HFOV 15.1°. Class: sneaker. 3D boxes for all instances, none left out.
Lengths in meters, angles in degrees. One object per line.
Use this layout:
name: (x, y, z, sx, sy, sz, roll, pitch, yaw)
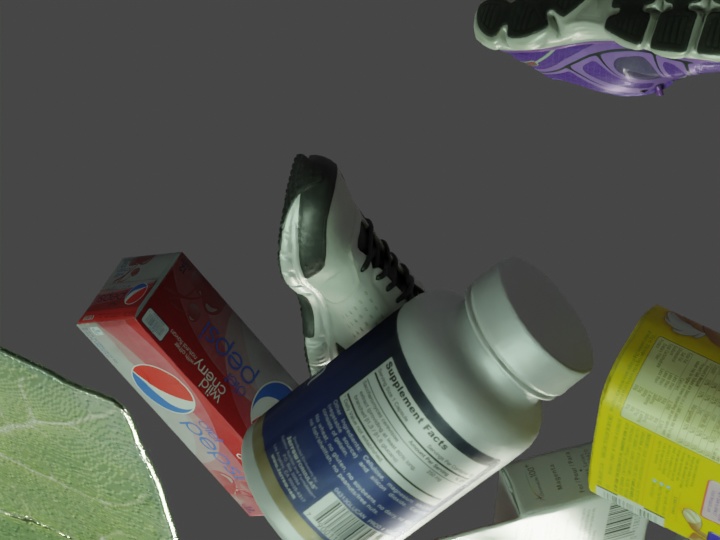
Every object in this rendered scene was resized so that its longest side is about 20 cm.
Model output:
sneaker: (0.149, -0.122, 1.307, 0.200, 0.081, 0.083, 7, 159, 48)
sneaker: (0.000, 0.000, 1.623, 0.080, 0.074, 0.200, 4, 146, 15)

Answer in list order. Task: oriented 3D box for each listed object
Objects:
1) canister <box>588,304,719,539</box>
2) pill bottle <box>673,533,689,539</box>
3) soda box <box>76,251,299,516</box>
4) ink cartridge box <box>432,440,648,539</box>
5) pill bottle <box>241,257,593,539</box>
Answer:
canister: (0.235, 0.114, 1.536, 0.199, 0.087, 0.149, 25, 149, 15)
pill bottle: (0.198, 0.263, 1.671, 0.114, 0.200, 0.114, 23, 148, 16)
soda box: (-0.097, 0.079, 1.818, 0.070, 0.064, 0.200, -7, 131, 47)
ink cartridge box: (0.092, 0.186, 1.710, 0.173, 0.044, 0.200, -13, 148, -10)
pill bottle: (0.036, 0.081, 1.583, 0.200, 0.111, 0.111, -38, 110, 23)
